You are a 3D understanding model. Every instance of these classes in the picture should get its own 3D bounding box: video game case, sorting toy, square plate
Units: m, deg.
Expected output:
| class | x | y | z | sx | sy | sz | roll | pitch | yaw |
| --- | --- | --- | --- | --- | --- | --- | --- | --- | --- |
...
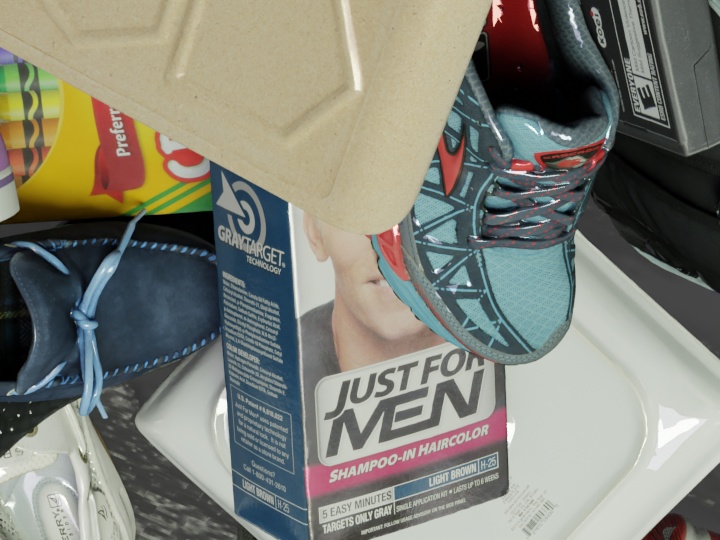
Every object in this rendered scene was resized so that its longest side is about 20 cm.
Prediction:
| class | x | y | z | sx | sy | sz | roll | pitch | yaw |
| --- | --- | --- | --- | --- | --- | --- | --- | --- | --- |
| video game case | 0.060 | -0.154 | 1.100 | 0.025 | 0.181 | 0.201 | -23 | 113 | -22 |
| sorting toy | -0.044 | -0.131 | 1.046 | 0.199 | 0.036 | 0.186 | 26 | 119 | 9 |
| square plate | 0.032 | 0.062 | 1.261 | 0.198 | 0.028 | 0.200 | 43 | 106 | 6 |

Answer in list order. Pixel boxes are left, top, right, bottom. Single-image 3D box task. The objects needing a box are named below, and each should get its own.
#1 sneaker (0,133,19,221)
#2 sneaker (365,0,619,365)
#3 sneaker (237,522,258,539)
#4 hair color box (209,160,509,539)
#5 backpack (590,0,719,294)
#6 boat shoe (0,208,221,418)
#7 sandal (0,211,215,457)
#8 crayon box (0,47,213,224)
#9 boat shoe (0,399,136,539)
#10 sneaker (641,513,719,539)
| class | x | y | z | sx | sy | sz | roll | pitch | yaw |
| --- | --- | --- | --- | --- | --- | --- | --- | --- | --- |
| sneaker | -0.224 | -0.063 | 1.200 | 0.200 | 0.073 | 0.115 | -10 | 105 | 36 |
| sneaker | 0.050 | -0.046 | 1.090 | 0.079 | 0.095 | 0.201 | -24 | 120 | -23 |
| sneaker | 0.048 | 0.108 | 1.329 | 0.199 | 0.076 | 0.079 | -16 | 130 | 17 |
| hair color box | 0.000 | 0.000 | 1.170 | 0.100 | 0.060 | 0.201 | -15 | 112 | -31 |
| backpack | 0.164 | -0.069 | 1.150 | 0.150 | 0.200 | 0.178 | -25 | 118 | -10 |
| boat shoe | -0.136 | 0.027 | 1.184 | 0.199 | 0.069 | 0.085 | -13 | 100 | -24 |
| sandal | -0.136 | 0.028 | 1.250 | 0.200 | 0.048 | 0.076 | -33 | 104 | -21 |
| crayon box | -0.113 | -0.086 | 1.217 | 0.199 | 0.051 | 0.128 | -4 | 120 | 2 |
| boat shoe | -0.151 | 0.068 | 1.292 | 0.070 | 0.069 | 0.201 | -20 | 117 | 13 |
| sneaker | 0.159 | 0.213 | 1.381 | 0.115 | 0.078 | 0.201 | 15 | 119 | -9 |
